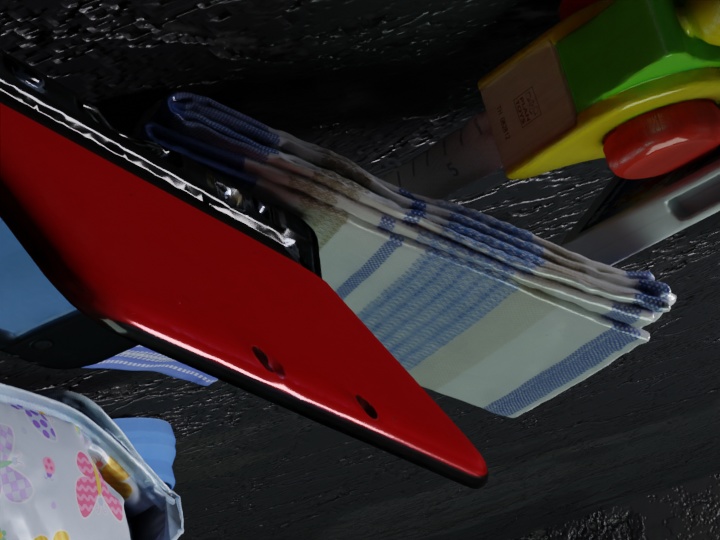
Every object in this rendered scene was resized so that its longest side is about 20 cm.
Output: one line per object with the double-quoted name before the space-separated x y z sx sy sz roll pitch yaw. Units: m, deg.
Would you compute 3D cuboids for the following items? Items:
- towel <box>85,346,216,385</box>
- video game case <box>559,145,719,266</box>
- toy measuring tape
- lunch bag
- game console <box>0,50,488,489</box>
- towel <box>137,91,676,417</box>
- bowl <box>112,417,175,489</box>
"towel" -0.034 0.017 0.944 0.199 0.024 0.145 -23 165 23
"video game case" 0.172 -0.074 0.691 0.199 0.018 0.143 -29 -167 44
"toy measuring tape" 0.076 -0.055 0.693 0.073 0.074 0.200 -6 163 -37
"lunch bag" -0.211 0.137 1.000 0.169 0.128 0.200 -25 155 24
"game console" -0.086 0.017 0.582 0.171 0.120 0.200 -23 150 26
"towel" 0.000 0.000 0.723 0.199 0.024 0.147 20 156 -11
"bowl" -0.208 0.140 1.198 0.199 0.040 0.201 -16 167 -4
